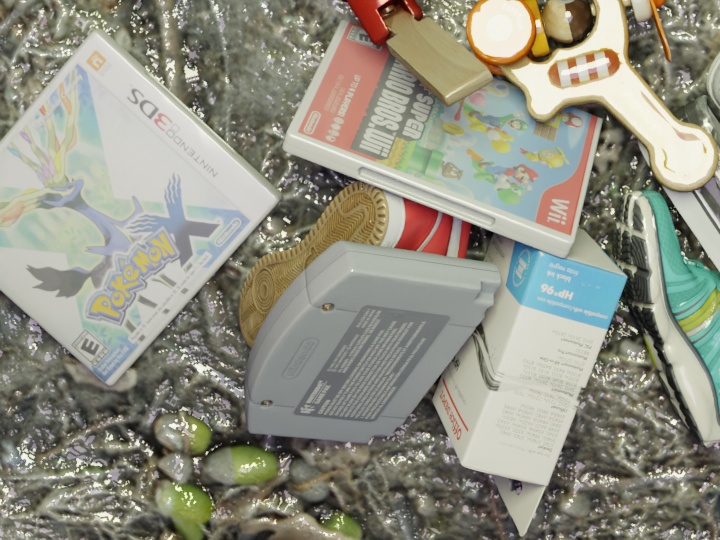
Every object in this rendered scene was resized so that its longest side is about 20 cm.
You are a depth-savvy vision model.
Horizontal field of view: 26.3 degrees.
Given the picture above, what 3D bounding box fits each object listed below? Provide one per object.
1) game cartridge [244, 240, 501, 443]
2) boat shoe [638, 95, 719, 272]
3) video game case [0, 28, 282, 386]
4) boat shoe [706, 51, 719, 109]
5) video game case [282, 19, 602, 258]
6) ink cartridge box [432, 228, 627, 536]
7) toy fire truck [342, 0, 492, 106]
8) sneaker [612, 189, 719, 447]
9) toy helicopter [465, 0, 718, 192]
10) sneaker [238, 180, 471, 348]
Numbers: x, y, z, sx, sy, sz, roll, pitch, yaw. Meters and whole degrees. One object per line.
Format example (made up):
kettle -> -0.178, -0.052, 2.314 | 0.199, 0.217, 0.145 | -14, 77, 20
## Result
game cartridge -> -0.003, 0.052, 1.067 | 0.133, 0.041, 0.200 | 5, 141, -26
boat shoe -> 0.277, -0.032, 1.067 | 0.068, 0.074, 0.200 | -35, 89, 27
video game case -> -0.189, -0.044, 1.138 | 0.182, 0.022, 0.200 | 42, 104, -5
boat shoe -> 0.333, -0.099, 1.048 | 0.201, 0.065, 0.075 | 27, 105, -1
video game case -> 0.060, -0.093, 1.044 | 0.199, 0.143, 0.017 | 21, 134, 0
ink cartridge box -> 0.108, 0.070, 1.082 | 0.068, 0.116, 0.201 | 15, 105, -12
toy fire truck -> 0.051, -0.212, 0.997 | 0.176, 0.129, 0.200 | -31, 87, 11
sneaker -> 0.236, 0.027, 1.095 | 0.079, 0.078, 0.201 | -26, 108, -2
toy helicopter -> 0.173, -0.139, 1.036 | 0.132, 0.079, 0.200 | -43, 84, 6
sneaker -> 0.000, 0.000, 1.106 | 0.200, 0.112, 0.071 | -39, 63, 44
